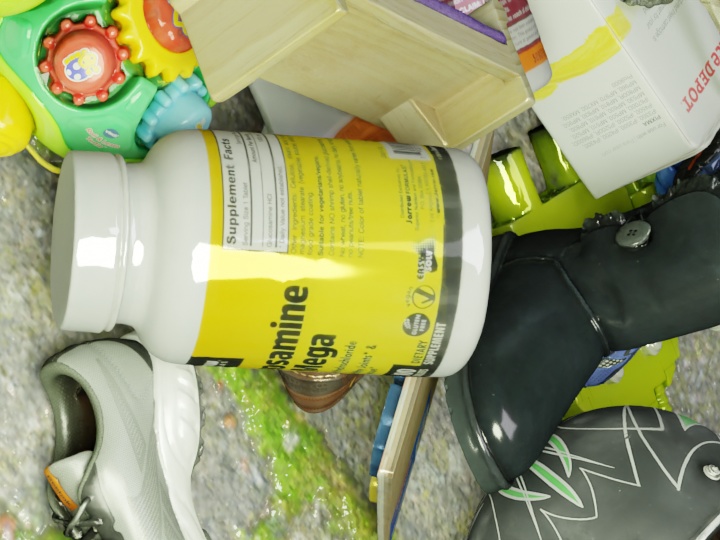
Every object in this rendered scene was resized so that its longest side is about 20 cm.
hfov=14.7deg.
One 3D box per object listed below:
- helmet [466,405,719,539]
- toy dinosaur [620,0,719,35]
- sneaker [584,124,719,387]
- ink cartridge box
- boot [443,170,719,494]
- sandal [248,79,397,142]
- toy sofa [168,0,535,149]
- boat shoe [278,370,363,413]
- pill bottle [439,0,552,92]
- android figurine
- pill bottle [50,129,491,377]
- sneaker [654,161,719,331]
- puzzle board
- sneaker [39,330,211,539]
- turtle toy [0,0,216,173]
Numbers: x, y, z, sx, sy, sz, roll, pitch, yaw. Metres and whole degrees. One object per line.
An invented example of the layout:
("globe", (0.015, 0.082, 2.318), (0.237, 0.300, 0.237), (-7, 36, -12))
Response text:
("helmet", (0.148, 0.167, 1.522), (0.191, 0.199, 0.201), (46, 49, -21))
("toy dinosaur", (0.180, -0.191, 1.621), (0.088, 0.047, 0.201), (-7, 78, -59))
("sneaker", (0.193, 0.000, 1.612), (0.200, 0.075, 0.079), (-43, 118, -13))
("ink cartridge box", (0.138, -0.166, 1.661), (0.201, 0.083, 0.145), (54, 38, -12))
("boot", (0.137, 0.024, 1.484), (0.077, 0.167, 0.201), (62, 24, -27))
("sandal", (-0.024, -0.063, 1.480), (0.079, 0.059, 0.208), (-4, 53, -26))
("toy sofa", (-0.005, -0.124, 1.373), (0.200, 0.083, 0.098), (18, 46, -56))
("boat shoe", (0.000, 0.000, 1.510), (0.200, 0.071, 0.068), (-58, 155, -49))
("pill bottle", (0.022, -0.180, 1.540), (0.114, 0.114, 0.201), (-28, 101, -48))
("android figurine", (0.134, 0.013, 1.669), (0.182, 0.041, 0.201), (-28, 99, -48))
("pill bottle", (-0.045, -0.009, 1.335), (0.198, 0.112, 0.113), (3, 74, -13))
("sneaker", (0.234, -0.048, 1.739), (0.106, 0.075, 0.200), (64, 21, -19))
("puzzle board", (0.036, 0.037, 1.483), (0.151, 0.017, 0.201), (92, 15, -70))
("sneaker", (-0.114, 0.129, 1.343), (0.079, 0.074, 0.202), (-1, 74, -39))
("turtle toy", (-0.137, -0.124, 1.355), (0.199, 0.101, 0.147), (28, 60, -40))
